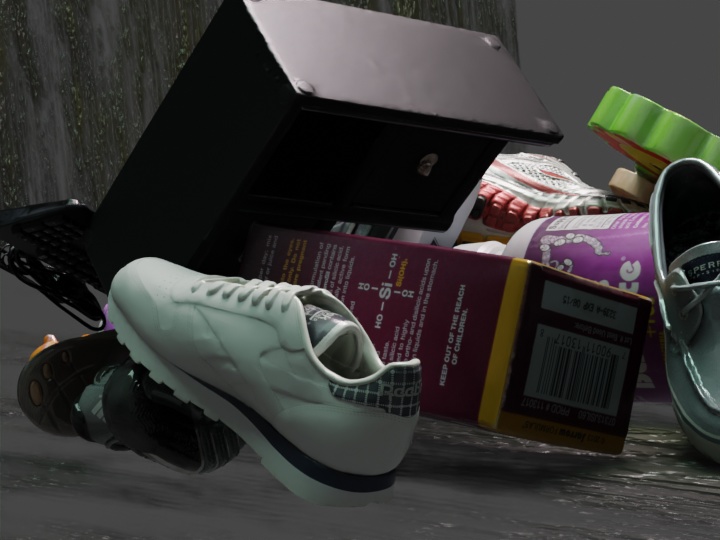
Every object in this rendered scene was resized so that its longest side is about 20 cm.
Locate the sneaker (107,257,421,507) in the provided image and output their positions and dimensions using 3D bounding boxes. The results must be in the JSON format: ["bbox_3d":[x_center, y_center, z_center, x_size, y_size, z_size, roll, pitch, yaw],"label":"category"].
[{"bbox_3d":[-0.046,0.035,1.011,0.200,0.081,0.076,32,29,32],"label":"sneaker"}]

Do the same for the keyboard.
[{"bbox_3d":[-0.156,0.011,1.279,0.104,0.040,0.200,-8,-24,32],"label":"keyboard"}]

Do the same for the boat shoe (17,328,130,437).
[{"bbox_3d":[-0.123,0.057,1.296,0.199,0.075,0.073,-6,5,-20],"label":"boat shoe"}]

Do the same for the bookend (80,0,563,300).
[{"bbox_3d":[-0.025,-0.049,1.185,0.198,0.092,0.200,6,-47,-40],"label":"bookend"}]

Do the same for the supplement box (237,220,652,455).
[{"bbox_3d":[0.037,0.034,1.072,0.200,0.086,0.110,9,-5,43],"label":"supplement box"}]

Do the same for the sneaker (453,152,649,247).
[{"bbox_3d":[0.134,-0.039,1.328,0.199,0.078,0.082,17,41,12],"label":"sneaker"}]

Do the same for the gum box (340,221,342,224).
[{"bbox_3d":[0.052,-0.008,1.569,0.113,0.066,0.200,-11,-13,2],"label":"gum box"}]

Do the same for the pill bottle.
[{"bbox_3d":[0.148,0.022,1.204,0.200,0.113,0.112,-3,5,30],"label":"pill bottle"}]

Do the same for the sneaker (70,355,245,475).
[{"bbox_3d":[-0.121,0.080,1.131,0.115,0.075,0.200,-13,-3,21],"label":"sneaker"}]

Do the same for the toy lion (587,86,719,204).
[{"bbox_3d":[0.235,-0.050,1.283,0.200,0.069,0.192,31,1,5],"label":"toy lion"}]

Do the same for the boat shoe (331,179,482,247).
[{"bbox_3d":[0.000,0.000,1.255,0.068,0.200,0.072,23,-19,24],"label":"boat shoe"}]

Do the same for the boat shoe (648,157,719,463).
[{"bbox_3d":[0.179,0.015,1.040,0.070,0.072,0.201,-19,35,12],"label":"boat shoe"}]

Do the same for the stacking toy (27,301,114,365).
[{"bbox_3d":[-0.141,0.046,1.422,0.199,0.116,0.110,-19,-7,12],"label":"stacking toy"}]
